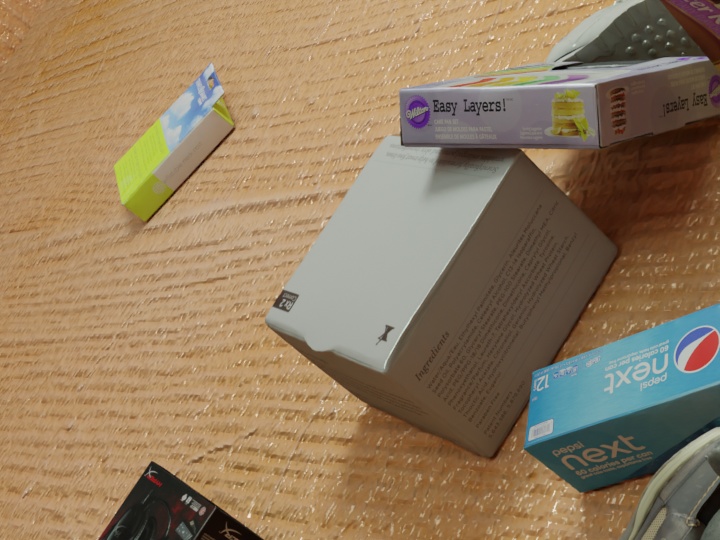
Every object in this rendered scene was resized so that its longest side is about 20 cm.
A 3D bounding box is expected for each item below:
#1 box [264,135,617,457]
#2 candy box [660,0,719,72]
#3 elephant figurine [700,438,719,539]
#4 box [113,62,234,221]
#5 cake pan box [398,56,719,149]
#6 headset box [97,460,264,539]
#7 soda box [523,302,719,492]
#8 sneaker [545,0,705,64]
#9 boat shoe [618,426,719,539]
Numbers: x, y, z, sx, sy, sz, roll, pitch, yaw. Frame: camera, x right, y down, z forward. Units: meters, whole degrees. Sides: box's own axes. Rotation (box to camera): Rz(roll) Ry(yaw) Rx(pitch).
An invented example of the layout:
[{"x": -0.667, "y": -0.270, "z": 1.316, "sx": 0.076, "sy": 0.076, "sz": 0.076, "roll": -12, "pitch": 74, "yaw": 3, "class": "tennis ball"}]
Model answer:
[{"x": 0.060, "y": 0.013, "z": 1.083, "sx": 0.201, "sy": 0.131, "sz": 0.198, "roll": -56, "pitch": 30, "yaw": -10, "class": "box"}, {"x": 0.283, "y": -0.181, "z": 0.920, "sx": 0.116, "sy": 0.200, "sz": 0.057, "roll": -5, "pitch": 52, "yaw": 51, "class": "candy box"}, {"x": 0.190, "y": 0.221, "z": 0.682, "sx": 0.201, "sy": 0.141, "sz": 0.155, "roll": -59, "pitch": -3, "yaw": 16, "class": "elephant figurine"}, {"x": -0.242, "y": -0.172, "z": 1.801, "sx": 0.200, "sy": 0.048, "sz": 0.122, "roll": -45, "pitch": 30, "yaw": 10, "class": "box"}, {"x": 0.159, "y": -0.130, "z": 1.047, "sx": 0.183, "sy": 0.053, "sz": 0.199, "roll": 8, "pitch": 18, "yaw": 42, "class": "cake pan box"}, {"x": -0.185, "y": 0.284, "z": 1.173, "sx": 0.201, "sy": 0.077, "sz": 0.148, "roll": -55, "pitch": 29, "yaw": -11, "class": "headset box"}, {"x": 0.204, "y": 0.078, "z": 0.870, "sx": 0.199, "sy": 0.068, "sz": 0.065, "roll": -25, "pitch": 39, "yaw": 38, "class": "soda box"}, {"x": 0.236, "y": -0.206, "z": 1.151, "sx": 0.199, "sy": 0.076, "sz": 0.081, "roll": -22, "pitch": 31, "yaw": 39, "class": "sneaker"}, {"x": 0.188, "y": 0.176, "z": 0.787, "sx": 0.201, "sy": 0.074, "sz": 0.073, "roll": -53, "pitch": 32, "yaw": 14, "class": "boat shoe"}]
